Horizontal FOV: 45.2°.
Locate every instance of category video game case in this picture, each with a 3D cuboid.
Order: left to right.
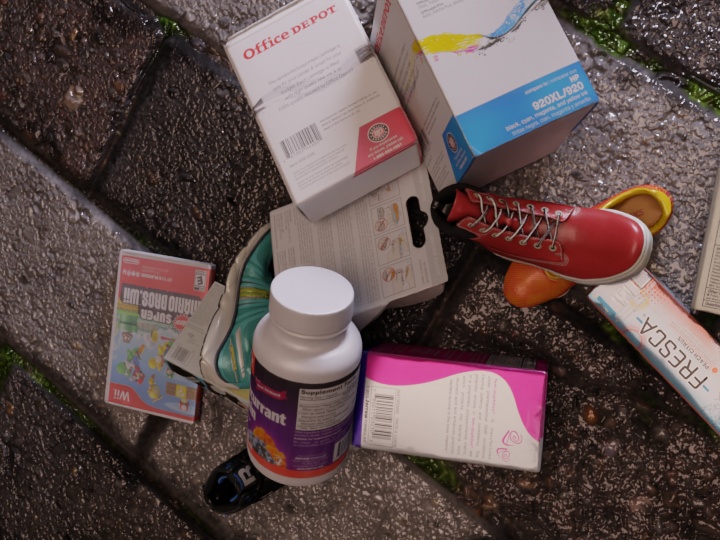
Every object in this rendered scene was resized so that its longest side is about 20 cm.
[{"bbox_3d":[-0.260,0.083,1.116,0.140,0.017,0.205,9,94,20],"label":"video game case"}]

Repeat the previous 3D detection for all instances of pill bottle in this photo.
[{"bbox_3d":[-0.056,0.104,0.866,0.109,0.111,0.204,19,122,19],"label":"pill bottle"}]

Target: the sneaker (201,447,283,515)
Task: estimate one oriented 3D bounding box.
[{"bbox_3d":[-0.101,0.225,1.007,0.199,0.112,0.074,-40,79,17],"label":"sneaker"}]

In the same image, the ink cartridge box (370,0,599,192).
[{"bbox_3d":[0.115,-0.205,0.874,0.142,0.147,0.204,-24,81,-10],"label":"ink cartridge box"}]

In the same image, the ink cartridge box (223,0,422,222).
[{"bbox_3d":[-0.040,-0.178,0.917,0.143,0.085,0.203,-26,77,3],"label":"ink cartridge box"}]

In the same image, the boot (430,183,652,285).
[{"bbox_3d":[0.164,-0.040,0.822,0.198,0.142,0.074,11,85,48],"label":"boot"}]

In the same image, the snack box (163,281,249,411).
[{"bbox_3d":[-0.121,0.104,1.023,0.197,0.037,0.117,24,65,19],"label":"snack box"}]

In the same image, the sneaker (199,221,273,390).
[{"bbox_3d":[-0.122,0.043,1.005,0.078,0.078,0.204,15,69,2],"label":"sneaker"}]

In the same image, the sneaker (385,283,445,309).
[{"bbox_3d":[0.000,0.000,0.991,0.195,0.075,0.091,-6,77,22],"label":"sneaker"}]

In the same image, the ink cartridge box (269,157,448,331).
[{"bbox_3d":[-0.002,-0.018,0.944,0.196,0.057,0.166,-17,60,15],"label":"ink cartridge box"}]

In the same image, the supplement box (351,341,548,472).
[{"bbox_3d":[0.099,0.141,0.922,0.195,0.103,0.104,6,93,14],"label":"supplement box"}]

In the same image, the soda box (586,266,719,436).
[{"bbox_3d":[0.319,0.074,0.865,0.064,0.068,0.201,-45,75,16],"label":"soda box"}]

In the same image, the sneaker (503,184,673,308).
[{"bbox_3d":[0.228,-0.029,0.895,0.199,0.077,0.074,-37,80,19],"label":"sneaker"}]

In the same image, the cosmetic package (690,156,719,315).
[{"bbox_3d":[0.386,-0.054,0.827,0.101,0.087,0.205,13,97,21],"label":"cosmetic package"}]
